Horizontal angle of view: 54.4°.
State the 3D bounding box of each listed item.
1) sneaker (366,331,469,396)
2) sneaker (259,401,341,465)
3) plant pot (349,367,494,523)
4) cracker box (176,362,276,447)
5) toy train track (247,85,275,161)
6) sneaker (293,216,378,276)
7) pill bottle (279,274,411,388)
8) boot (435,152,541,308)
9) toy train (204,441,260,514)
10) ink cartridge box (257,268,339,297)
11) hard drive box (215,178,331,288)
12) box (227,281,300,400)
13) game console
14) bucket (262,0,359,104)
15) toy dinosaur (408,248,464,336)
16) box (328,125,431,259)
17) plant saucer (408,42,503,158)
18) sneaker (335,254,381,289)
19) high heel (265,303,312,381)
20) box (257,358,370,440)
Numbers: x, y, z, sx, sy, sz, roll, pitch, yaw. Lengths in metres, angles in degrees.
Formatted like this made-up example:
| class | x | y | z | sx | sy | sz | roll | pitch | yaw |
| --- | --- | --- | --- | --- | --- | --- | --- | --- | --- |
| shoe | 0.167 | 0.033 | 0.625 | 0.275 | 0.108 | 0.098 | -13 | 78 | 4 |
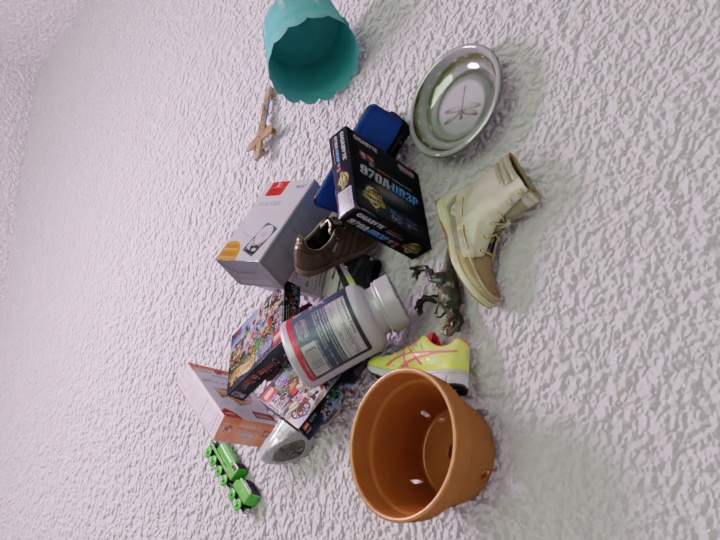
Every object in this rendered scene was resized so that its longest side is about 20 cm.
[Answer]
| class | x | y | z | sx | sy | sz | roll | pitch | yaw |
| --- | --- | --- | --- | --- | --- | --- | --- | --- | --- |
| sneaker | 0.095 | 0.142 | 1.101 | 0.196 | 0.078 | 0.093 | -2 | 65 | 41 |
| sneaker | -0.115 | 0.271 | 1.284 | 0.200 | 0.077 | 0.100 | -45 | 40 | 14 |
| plant pot | 0.099 | 0.251 | 0.995 | 0.197 | 0.138 | 0.206 | -20 | 61 | 42 |
| cracker box | -0.266 | 0.267 | 1.395 | 0.199 | 0.132 | 0.059 | 38 | 101 | 47 |
| toy train track | -0.222 | -0.346 | 1.668 | 0.114 | 0.032 | 0.205 | -26 | 51 | 47 |
| sneaker | -0.033 | -0.062 | 1.231 | 0.070 | 0.198 | 0.077 | 33 | 142 | 34 |
| pill bottle | -0.022 | 0.094 | 1.145 | 0.197 | 0.120 | 0.121 | -29 | 51 | 5 |
| boot | 0.206 | -0.062 | 1.055 | 0.153 | 0.071 | 0.204 | -33 | 57 | 27 |
| toy train | -0.258 | 0.405 | 1.405 | 0.057 | 0.041 | 0.200 | -53 | 43 | 4 |
| ink cartridge box | -0.122 | -0.014 | 1.396 | 0.197 | 0.066 | 0.119 | 2 | 75 | 48 |
| hard drive box | -0.162 | -0.072 | 1.341 | 0.154 | 0.077 | 0.202 | 2 | 52 | 47 |
| box | -0.182 | 0.132 | 1.312 | 0.200 | 0.037 | 0.139 | -44 | 34 | 34 |
| game console | -0.008 | -0.209 | 1.280 | 0.202 | 0.117 | 0.171 | -57 | 25 | 14 |
| bucket | -0.109 | -0.470 | 1.467 | 0.207 | 0.204 | 0.137 | -44 | 45 | 26 |
| toy dinosaur | 0.125 | 0.023 | 1.125 | 0.086 | 0.047 | 0.205 | -14 | 58 | 28 |
| box | 0.034 | -0.125 | 1.168 | 0.045 | 0.198 | 0.163 | -28 | 55 | 32 |
| plant saucer | 0.169 | -0.282 | 1.194 | 0.197 | 0.050 | 0.206 | -20 | 62 | 41 |
| sneaker | 0.000 | 0.000 | 1.274 | 0.081 | 0.072 | 0.203 | -24 | 51 | 0 |
| high heel | -0.158 | 0.118 | 1.387 | 0.097 | 0.066 | 0.202 | 53 | 128 | 33 |
| box | -0.073 | 0.180 | 1.224 | 0.135 | 0.038 | 0.201 | 19 | 63 | 48 |
